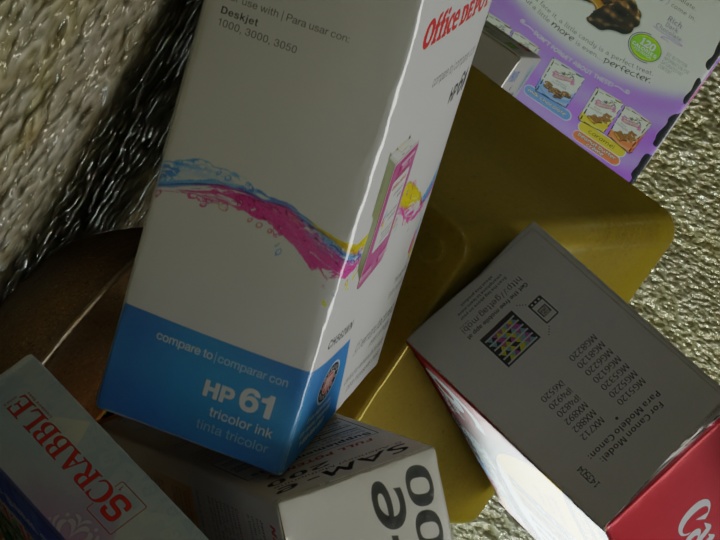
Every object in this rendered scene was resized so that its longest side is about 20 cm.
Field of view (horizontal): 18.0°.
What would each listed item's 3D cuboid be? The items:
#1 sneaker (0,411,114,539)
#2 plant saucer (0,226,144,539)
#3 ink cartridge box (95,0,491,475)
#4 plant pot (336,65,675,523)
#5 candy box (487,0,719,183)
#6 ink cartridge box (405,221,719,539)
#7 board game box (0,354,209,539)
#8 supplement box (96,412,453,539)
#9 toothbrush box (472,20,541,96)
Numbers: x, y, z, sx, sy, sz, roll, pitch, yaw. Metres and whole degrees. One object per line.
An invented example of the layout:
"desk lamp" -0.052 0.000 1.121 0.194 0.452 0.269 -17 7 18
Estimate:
"sneaker" -0.129 0.083 1.089 0.083 0.072 0.200 -59 -176 26
"plant saucer" -0.141 0.055 0.935 0.200 0.035 0.200 -54 174 -8
"ink cartridge box" -0.021 -0.042 0.895 0.145 0.084 0.200 -46 154 -68
"plant pot" 0.000 0.000 1.115 0.200 0.200 0.176 -56 161 15
"candy box" 0.172 -0.182 1.568 0.072 0.168 0.200 -50 173 -49
"ink cartridge box" 0.127 0.099 1.044 0.084 0.176 0.200 -42 149 -7
"board game box" -0.059 0.155 0.839 0.041 0.200 0.200 -36 145 -18
"supplement box" -0.033 0.125 0.950 0.073 0.126 0.200 -18 -166 -24
"toothbrush box" 0.012 -0.064 1.322 0.200 0.086 0.146 -57 175 8
